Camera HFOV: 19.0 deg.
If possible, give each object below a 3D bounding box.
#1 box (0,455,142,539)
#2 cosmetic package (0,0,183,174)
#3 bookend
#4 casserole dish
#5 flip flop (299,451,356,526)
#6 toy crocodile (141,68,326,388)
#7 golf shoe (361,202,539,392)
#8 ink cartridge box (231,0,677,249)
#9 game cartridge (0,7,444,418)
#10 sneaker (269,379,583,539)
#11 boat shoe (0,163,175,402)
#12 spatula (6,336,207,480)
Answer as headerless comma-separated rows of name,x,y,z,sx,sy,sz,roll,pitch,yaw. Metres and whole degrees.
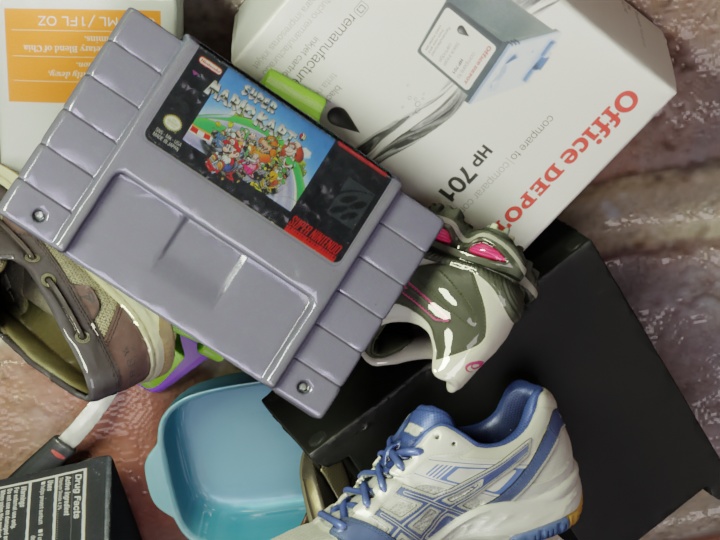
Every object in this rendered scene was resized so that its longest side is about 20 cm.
box,-0.228,0.237,1.286,0.198,0.200,0.124,-12,130,5
cosmetic package,-0.149,-0.075,1.202,0.101,0.071,0.201,0,119,-2
bookend,0.084,0.102,1.260,0.199,0.092,0.200,-37,115,-7
casserole dish,-0.033,0.108,1.325,0.199,0.039,0.122,-9,118,2
flip flop,-0.013,0.192,1.316,0.057,0.081,0.201,-1,125,18
toy crocodile,-0.081,-0.019,1.167,0.067,0.062,0.200,24,110,-12
golf shoe,0.000,0.000,1.189,0.088,0.200,0.077,-61,140,-14
ink cartridge box,0.051,-0.121,1.177,0.200,0.086,0.146,35,113,-17
game cartridge,-0.068,-0.030,1.103,0.200,0.038,0.130,33,90,-14
sneaker,0.023,0.118,1.157,0.199,0.075,0.088,-18,106,-23
boat shoe,-0.187,0.002,1.148,0.200,0.065,0.072,36,131,23
spatula,-0.171,0.092,1.320,0.056,0.021,0.200,37,112,-21
